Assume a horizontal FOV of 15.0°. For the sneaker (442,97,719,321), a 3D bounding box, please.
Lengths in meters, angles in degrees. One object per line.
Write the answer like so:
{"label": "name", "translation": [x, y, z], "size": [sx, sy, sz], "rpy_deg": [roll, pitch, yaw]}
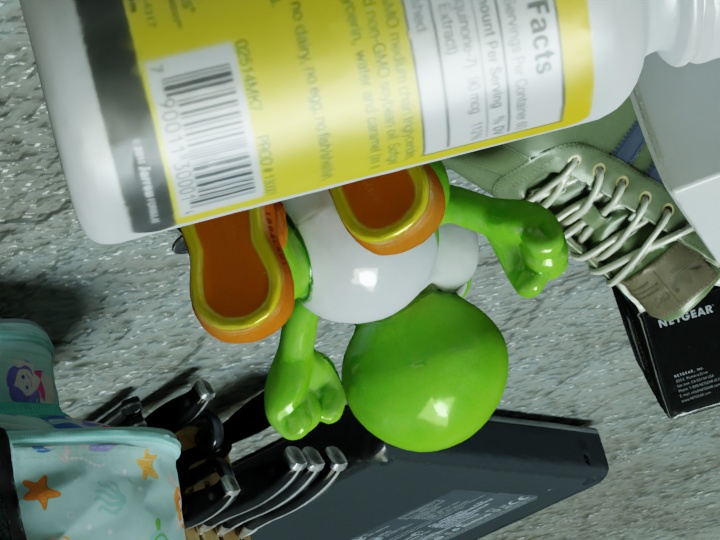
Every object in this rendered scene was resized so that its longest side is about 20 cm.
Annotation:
{"label": "sneaker", "translation": [0.103, -0.027, 0.994], "size": [0.200, 0.090, 0.067], "rpy_deg": [5, 153, -46]}

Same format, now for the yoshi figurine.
{"label": "yoshi figurine", "translation": [0.010, 0.011, 0.941], "size": [0.112, 0.112, 0.200], "rpy_deg": [19, 176, 16]}

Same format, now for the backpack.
{"label": "backpack", "translation": [-0.167, 0.101, 1.040], "size": [0.199, 0.151, 0.177], "rpy_deg": [6, 159, -30]}

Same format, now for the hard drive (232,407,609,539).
{"label": "hard drive", "translation": [0.017, 0.112, 1.400], "size": [0.139, 0.033, 0.200], "rpy_deg": [-28, 158, 31]}

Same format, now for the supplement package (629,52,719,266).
{"label": "supplement package", "translation": [0.178, -0.092, 0.834], "size": [0.199, 0.118, 0.117], "rpy_deg": [-21, 161, 11]}

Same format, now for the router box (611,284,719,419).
{"label": "router box", "translation": [0.208, 0.001, 1.135], "size": [0.199, 0.051, 0.149], "rpy_deg": [-17, -174, 2]}

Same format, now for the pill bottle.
{"label": "pill bottle", "translation": [0.009, -0.084, 0.729], "size": [0.199, 0.115, 0.114], "rpy_deg": [-14, 161, -5]}

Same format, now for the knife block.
{"label": "knife block", "translation": [-0.091, 0.113, 1.267], "size": [0.175, 0.064, 0.200], "rpy_deg": [-15, 161, -2]}

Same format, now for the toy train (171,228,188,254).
{"label": "toy train", "translation": [-0.048, -0.023, 0.979], "size": [0.046, 0.034, 0.200], "rpy_deg": [-30, 159, 3]}
